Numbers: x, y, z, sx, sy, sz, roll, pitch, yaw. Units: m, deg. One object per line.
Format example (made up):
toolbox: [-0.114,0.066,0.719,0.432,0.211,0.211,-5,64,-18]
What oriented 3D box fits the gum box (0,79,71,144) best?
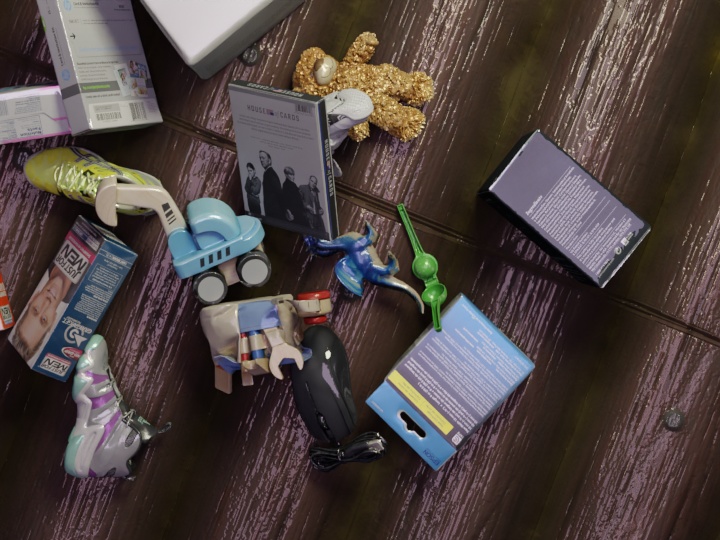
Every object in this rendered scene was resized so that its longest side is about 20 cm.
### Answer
gum box: [-0.468,-0.211,1.693,0.197,0.114,0.067,-8,104,0]

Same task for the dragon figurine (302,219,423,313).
dragon figurine: [0.000,0.000,1.737,0.099,0.059,0.201,-38,88,3]

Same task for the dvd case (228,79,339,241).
dvd case: [-0.102,-0.146,1.669,0.149,0.025,0.203,16,126,31]

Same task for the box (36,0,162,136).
box: [-0.347,-0.286,1.676,0.041,0.155,0.203,-12,95,29]

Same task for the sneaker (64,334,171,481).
sneaker: [-0.329,0.194,1.743,0.138,0.078,0.203,8,102,-2]

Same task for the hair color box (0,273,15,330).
hair color box: [-0.561,-0.004,1.733,0.109,0.064,0.203,-16,94,0]

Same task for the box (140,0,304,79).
box: [-0.198,-0.397,1.662,0.198,0.171,0.201,-38,93,1]

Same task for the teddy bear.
teddy bear: [0.004,-0.249,1.723,0.199,0.067,0.146,34,90,-2]

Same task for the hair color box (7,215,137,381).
hair color box: [-0.393,0.037,1.712,0.060,0.100,0.202,28,93,-41]

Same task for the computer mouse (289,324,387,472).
computer mouse: [-0.048,0.176,1.727,0.137,0.052,0.203,-18,87,37]

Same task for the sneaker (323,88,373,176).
sneaker: [-0.045,-0.167,1.686,0.198,0.075,0.116,-12,117,39]

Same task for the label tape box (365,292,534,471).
label tape box: [0.123,0.153,1.745,0.143,0.066,0.200,43,94,-2]

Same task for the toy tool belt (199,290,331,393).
toy tool belt: [-0.120,0.098,1.691,0.197,0.124,0.125,-7,92,27]

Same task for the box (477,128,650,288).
box: [0.269,-0.082,1.692,0.199,0.148,0.107,40,92,-3]

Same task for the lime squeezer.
lime squeezer: [0.087,0.007,1.739,0.037,0.070,0.202,-30,59,26]

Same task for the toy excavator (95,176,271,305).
toy excavator: [-0.235,-0.058,1.681,0.192,0.100,0.202,-22,114,-2]

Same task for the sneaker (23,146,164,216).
sneaker: [-0.366,-0.126,1.722,0.197,0.076,0.077,12,94,0]
